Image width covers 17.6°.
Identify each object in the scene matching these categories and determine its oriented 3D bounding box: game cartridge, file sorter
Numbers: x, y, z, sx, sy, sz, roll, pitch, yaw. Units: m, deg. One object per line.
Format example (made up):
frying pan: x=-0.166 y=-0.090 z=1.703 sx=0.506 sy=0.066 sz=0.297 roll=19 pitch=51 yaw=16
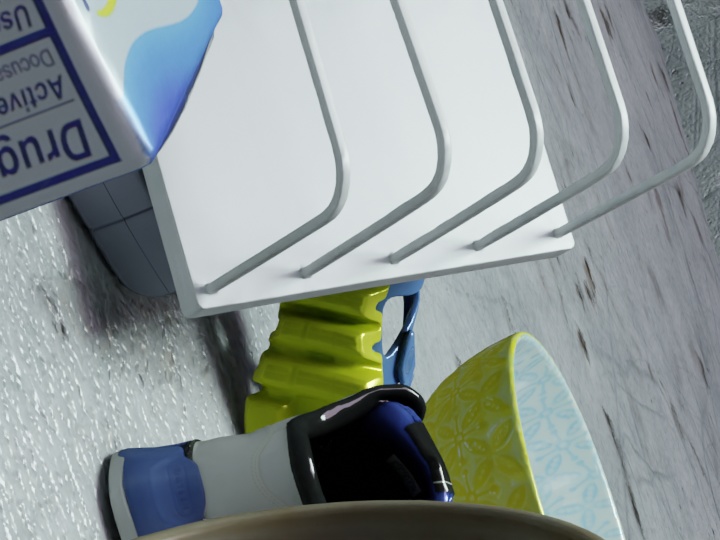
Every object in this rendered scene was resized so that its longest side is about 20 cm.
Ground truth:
game cartridge: x=-0.112 y=-0.094 z=0.973 sx=0.133 sy=0.041 sz=0.201 roll=-66 pitch=135 yaw=-65
file sorter: x=0.021 y=-0.078 z=0.938 sx=0.199 sy=0.124 sz=0.139 roll=-9 pitch=77 yaw=-36

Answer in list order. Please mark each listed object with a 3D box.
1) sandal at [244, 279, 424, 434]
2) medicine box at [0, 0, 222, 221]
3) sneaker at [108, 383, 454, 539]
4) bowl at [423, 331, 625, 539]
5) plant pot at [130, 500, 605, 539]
sandal: x=0.000 y=0.000 z=1.068 sx=0.087 sy=0.079 sz=0.201 roll=-4 pitch=112 yaw=-73
medicine box: x=-0.154 y=-0.094 z=0.491 sx=0.103 sy=0.181 sz=0.201 roll=-76 pitch=144 yaw=-65
sneaker: x=-0.009 y=0.105 z=0.936 sx=0.199 sy=0.115 sz=0.081 roll=41 pitch=34 yaw=-64
bowl: x=0.066 y=0.142 z=1.194 sx=0.200 sy=0.107 sz=0.201 roll=-19 pitch=90 yaw=-76
plant pot: x=-0.007 y=0.183 z=0.744 sx=0.200 sy=0.199 sz=0.174 roll=-49 pitch=135 yaw=-74
